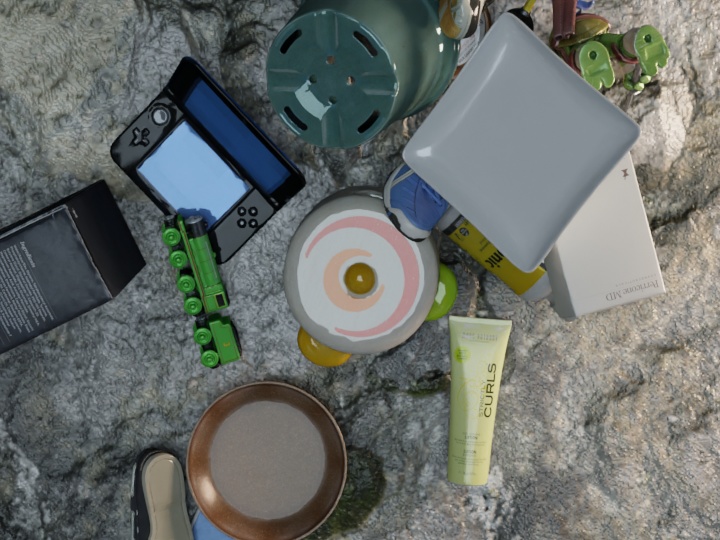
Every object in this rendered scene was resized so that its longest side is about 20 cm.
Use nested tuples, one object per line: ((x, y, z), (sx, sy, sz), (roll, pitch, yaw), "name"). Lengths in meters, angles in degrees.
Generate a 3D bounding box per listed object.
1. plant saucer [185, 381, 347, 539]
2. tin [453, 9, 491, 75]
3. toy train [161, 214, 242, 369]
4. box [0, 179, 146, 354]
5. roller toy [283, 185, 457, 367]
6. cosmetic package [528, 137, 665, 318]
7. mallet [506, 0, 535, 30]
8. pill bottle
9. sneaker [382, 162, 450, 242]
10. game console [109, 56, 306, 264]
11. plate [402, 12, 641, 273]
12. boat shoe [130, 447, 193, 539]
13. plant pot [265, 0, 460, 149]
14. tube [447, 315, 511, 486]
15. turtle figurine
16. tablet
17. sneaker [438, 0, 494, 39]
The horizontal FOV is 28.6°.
((-0.114, 0.235, 1.733), (0.197, 0.037, 0.204), (0, 93, 1), "plant saucer")
((0.069, -0.314, 1.637), (0.112, 0.042, 0.200), (-44, 95, 5), "tin")
((-0.189, 0.024, 1.692), (0.056, 0.042, 0.203), (-15, 110, -3), "toy train")
((-0.375, 0.000, 1.632), (0.195, 0.200, 0.125), (-26, 99, 8), "box")
((0.000, 0.000, 1.642), (0.198, 0.140, 0.185), (-21, 98, 7), "roller toy")
((0.252, -0.056, 1.553), (0.111, 0.081, 0.203), (-16, 87, -6), "cosmetic package")
((0.211, -0.335, 1.580), (0.041, 0.066, 0.201), (28, 121, -3), "mallet")
((0.193, -0.035, 1.640), (0.199, 0.111, 0.112), (39, 100, -4), "pill bottle")
((0.085, -0.115, 1.587), (0.075, 0.201, 0.077), (38, 138, -15), "sneaker")
((-0.182, -0.123, 1.642), (0.171, 0.118, 0.200), (-43, 95, 9), "game console")
((0.170, -0.135, 1.500), (0.199, 0.032, 0.201), (43, 112, 15), "plate")
((-0.252, 0.318, 1.758), (0.072, 0.062, 0.203), (-7, 104, -31), "boat shoe")
((-0.005, -0.233, 1.547), (0.197, 0.196, 0.203), (6, 114, 14), "plant pot")
((0.136, 0.157, 1.710), (0.057, 0.052, 0.203), (1, 97, -38), "tube")
((0.261, -0.206, 1.565), (0.142, 0.194, 0.203), (16, 93, -12), "turtle figurine")
((-0.157, 0.348, 1.775), (0.129, 0.014, 0.202), (25, 99, -1), "tablet")
((0.141, -0.327, 1.562), (0.087, 0.202, 0.076), (21, 141, -12), "sneaker")
